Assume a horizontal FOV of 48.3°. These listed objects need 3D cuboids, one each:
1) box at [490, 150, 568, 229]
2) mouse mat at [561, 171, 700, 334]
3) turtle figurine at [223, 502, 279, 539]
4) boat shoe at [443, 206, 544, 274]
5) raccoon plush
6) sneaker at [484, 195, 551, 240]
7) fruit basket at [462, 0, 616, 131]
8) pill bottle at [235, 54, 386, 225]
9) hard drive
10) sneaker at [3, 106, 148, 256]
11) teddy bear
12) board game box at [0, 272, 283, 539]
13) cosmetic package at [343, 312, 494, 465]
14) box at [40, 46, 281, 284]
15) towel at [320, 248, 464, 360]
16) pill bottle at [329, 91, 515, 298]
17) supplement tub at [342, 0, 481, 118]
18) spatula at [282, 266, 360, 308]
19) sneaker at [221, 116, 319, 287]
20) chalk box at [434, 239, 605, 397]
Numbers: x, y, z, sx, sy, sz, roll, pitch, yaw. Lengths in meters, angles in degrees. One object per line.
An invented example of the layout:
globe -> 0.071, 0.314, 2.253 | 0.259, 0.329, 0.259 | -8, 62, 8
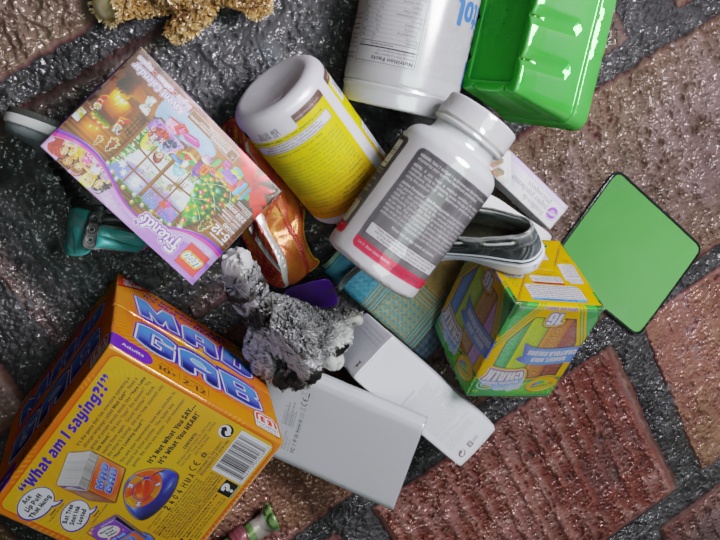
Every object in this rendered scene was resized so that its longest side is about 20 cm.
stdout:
box -> 0.176, -0.127, 1.001 | 0.200, 0.041, 0.039 | 38, 91, -22
mouse mat -> 0.369, -0.020, 1.110 | 0.200, 0.008, 0.161 | 35, 92, -24
turtle figurine -> -0.183, 0.356, 0.963 | 0.194, 0.144, 0.200 | -23, 114, -15
boat shoe -> 0.110, -0.052, 0.906 | 0.072, 0.200, 0.071 | -62, 149, -34
raccoon plush -> -0.064, 0.038, 0.895 | 0.134, 0.097, 0.200 | -48, 137, -45
sneaker -> 0.150, -0.045, 0.991 | 0.200, 0.074, 0.082 | 25, 82, -22
fruit basket -> 0.226, -0.260, 0.903 | 0.215, 0.155, 0.216 | -10, 109, -30
pill bottle -> -0.039, -0.128, 0.883 | 0.109, 0.109, 0.200 | -42, 126, -3
hard drive -> -0.033, 0.192, 0.960 | 0.200, 0.026, 0.132 | 21, 116, 10
sneaker -> -0.295, -0.077, 0.843 | 0.200, 0.084, 0.121 | 28, 85, -24
teddy bear -> -0.186, -0.307, 0.829 | 0.200, 0.067, 0.145 | -22, 101, -4
board game box -> -0.233, 0.162, 0.853 | 0.200, 0.200, 0.200 | 35, 97, -23
cosmetic package -> 0.066, 0.148, 1.009 | 0.074, 0.102, 0.200 | -47, 114, -2
box -> -0.197, -0.102, 0.811 | 0.137, 0.039, 0.200 | -48, 111, -7
towel -> 0.063, 0.003, 1.012 | 0.147, 0.022, 0.200 | -47, 115, 0
pill bottle -> 0.067, -0.080, 0.829 | 0.111, 0.111, 0.200 | 34, 96, -23
supplement tub -> 0.060, -0.274, 0.874 | 0.132, 0.132, 0.200 | 7, 103, -20
spatula -> 0.000, 0.000, 0.960 | 0.200, 0.021, 0.057 | -28, 141, -7
sneaker -> -0.108, -0.081, 0.917 | 0.077, 0.073, 0.200 | -33, 113, -38
chalk box -> 0.178, 0.074, 0.978 | 0.124, 0.124, 0.200 | 2, 130, -22
